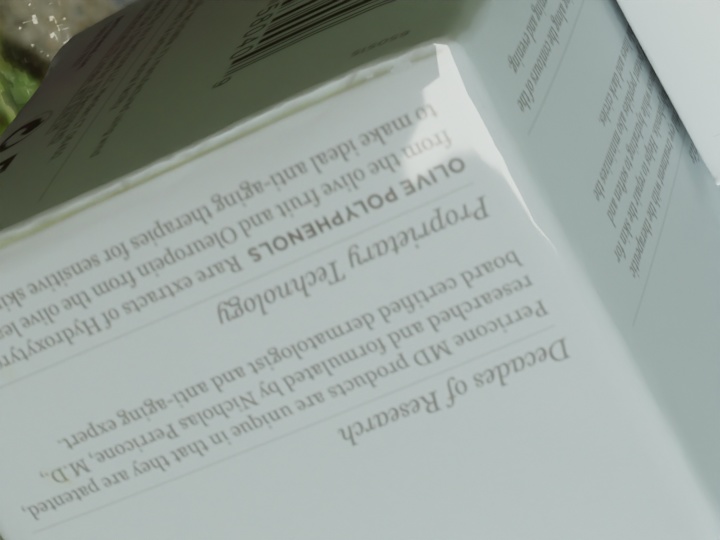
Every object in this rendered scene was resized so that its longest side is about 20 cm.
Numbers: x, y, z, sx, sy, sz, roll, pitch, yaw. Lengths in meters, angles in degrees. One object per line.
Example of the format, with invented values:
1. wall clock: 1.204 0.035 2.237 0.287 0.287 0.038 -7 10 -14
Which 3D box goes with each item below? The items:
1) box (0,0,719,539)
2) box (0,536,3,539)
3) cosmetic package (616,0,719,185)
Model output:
1. box: 0.000 0.000 0.747 0.200 0.199 0.171 -23 110 23
2. box: -0.185 0.186 0.879 0.097 0.200 0.124 21 119 0
3. cosmetic package: 0.106 -0.141 0.719 0.108 0.085 0.200 -25 108 21
